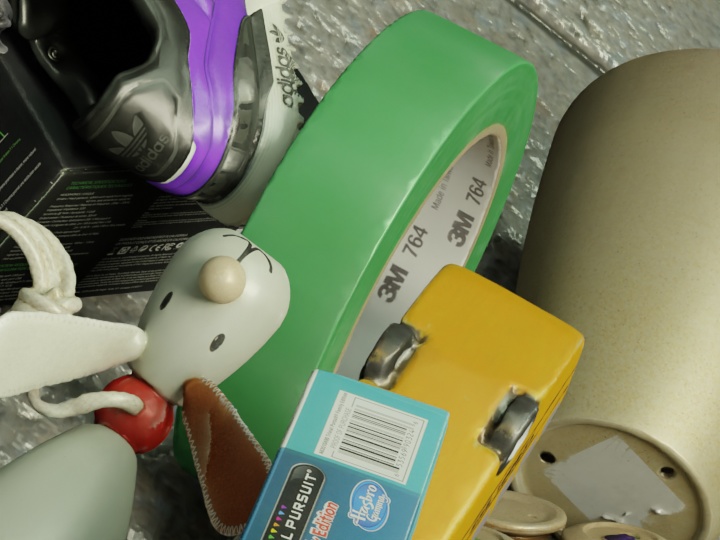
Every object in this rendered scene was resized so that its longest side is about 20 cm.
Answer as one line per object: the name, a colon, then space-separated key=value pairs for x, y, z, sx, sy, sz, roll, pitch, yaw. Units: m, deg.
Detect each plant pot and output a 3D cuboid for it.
plant pot: x=0.141 y=0.032 z=1.130 sx=0.187 sy=0.187 sz=0.200 roll=40 pitch=46 yaw=-9

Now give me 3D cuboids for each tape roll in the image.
tape roll: x=0.000 y=0.000 z=0.958 sx=0.048 sy=0.201 sz=0.200 roll=29 pitch=30 yaw=12

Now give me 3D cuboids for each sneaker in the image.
sneaker: x=-0.085 y=-0.113 z=0.933 sx=0.099 sy=0.070 sz=0.200 roll=18 pitch=40 yaw=-34

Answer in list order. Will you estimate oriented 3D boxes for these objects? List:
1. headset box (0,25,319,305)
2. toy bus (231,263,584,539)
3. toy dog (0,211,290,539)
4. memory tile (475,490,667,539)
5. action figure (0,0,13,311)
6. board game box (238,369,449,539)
headset box: x=-0.128 y=-0.094 z=1.017 sx=0.174 sy=0.093 sz=0.200 roll=-4 pitch=57 yaw=-51
toy bus: x=0.009 y=0.086 z=0.921 sx=0.065 sy=0.078 sz=0.200 roll=30 pitch=55 yaw=10
toy dog: x=-0.096 y=0.067 z=0.798 sx=0.132 sy=0.096 sz=0.200 roll=14 pitch=76 yaw=-2
memory tile: x=0.108 y=0.129 z=0.986 sx=0.200 sy=0.017 sz=0.153 roll=13 pitch=13 yaw=24
action figure: x=-0.169 y=-0.025 z=0.798 sx=0.102 sy=0.119 sz=0.200 roll=38 pitch=37 yaw=-33
board game box: x=-0.033 y=0.154 z=0.755 sx=0.047 sy=0.200 sz=0.151 roll=19 pitch=34 yaw=4
